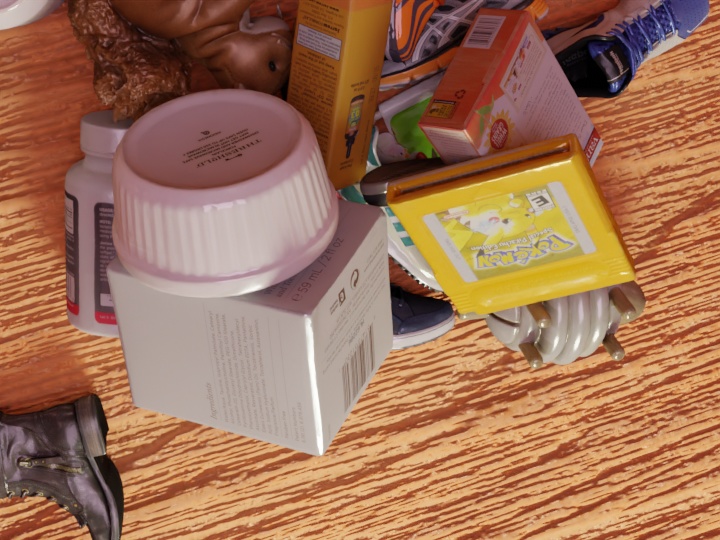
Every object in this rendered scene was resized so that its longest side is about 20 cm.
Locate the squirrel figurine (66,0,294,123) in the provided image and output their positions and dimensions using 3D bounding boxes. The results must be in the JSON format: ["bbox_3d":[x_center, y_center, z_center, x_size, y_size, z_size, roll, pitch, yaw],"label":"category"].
[{"bbox_3d":[-0.158,-0.218,1.337,0.200,0.142,0.187,-34,118,4],"label":"squirrel figurine"}]

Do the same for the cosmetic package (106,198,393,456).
[{"bbox_3d":[-0.094,0.036,1.329,0.199,0.167,0.167,12,130,20],"label":"cosmetic package"}]

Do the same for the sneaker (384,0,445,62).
[{"bbox_3d":[0.083,-0.283,1.336,0.112,0.078,0.201,11,88,10],"label":"sneaker"}]

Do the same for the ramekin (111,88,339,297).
[{"bbox_3d":[-0.120,-0.075,1.252,0.202,0.203,0.094,-10,128,-5],"label":"ramekin"}]

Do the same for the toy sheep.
[{"bbox_3d":[0.193,0.034,1.472,0.199,0.138,0.138,-1,109,-18],"label":"toy sheep"}]

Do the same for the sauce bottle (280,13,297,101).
[{"bbox_3d":[-0.040,-0.207,1.391,0.065,0.065,0.201,16,108,-14],"label":"sauce bottle"}]

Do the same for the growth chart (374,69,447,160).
[{"bbox_3d":[0.104,-0.109,1.469,0.145,0.018,0.200,-35,110,7],"label":"growth chart"}]

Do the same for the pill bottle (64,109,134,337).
[{"bbox_3d":[-0.224,-0.046,1.390,0.110,0.111,0.201,0,109,-9],"label":"pill bottle"}]

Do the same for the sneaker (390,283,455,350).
[{"bbox_3d":[0.000,0.001,1.460,0.202,0.077,0.147,0,111,-8],"label":"sneaker"}]

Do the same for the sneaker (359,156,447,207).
[{"bbox_3d":[0.083,-0.053,1.386,0.200,0.075,0.107,-11,102,-42],"label":"sneaker"}]

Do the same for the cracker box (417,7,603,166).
[{"bbox_3d":[0.142,-0.125,1.349,0.200,0.058,0.134,50,62,-45],"label":"cracker box"}]

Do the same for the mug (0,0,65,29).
[{"bbox_3d":[-0.331,-0.286,1.268,0.186,0.153,0.149,41,99,-19],"label":"mug"}]

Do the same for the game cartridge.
[{"bbox_3d":[0.140,-0.033,1.329,0.176,0.033,0.200,-14,140,19],"label":"game cartridge"}]

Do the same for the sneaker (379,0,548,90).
[{"bbox_3d":[0.076,-0.232,1.400,0.200,0.078,0.077,-27,98,-3],"label":"sneaker"}]

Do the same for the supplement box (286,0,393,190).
[{"bbox_3d":[-0.023,-0.172,1.323,0.066,0.069,0.201,-23,129,-47],"label":"supplement box"}]

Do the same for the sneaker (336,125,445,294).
[{"bbox_3d":[0.051,-0.060,1.439,0.200,0.070,0.093,40,103,-22],"label":"sneaker"}]

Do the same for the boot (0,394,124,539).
[{"bbox_3d":[-0.336,0.217,1.493,0.173,0.069,0.201,-10,103,-3],"label":"boot"}]

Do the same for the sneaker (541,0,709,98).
[{"bbox_3d":[0.252,-0.213,1.406,0.199,0.115,0.081,-26,112,1],"label":"sneaker"}]
